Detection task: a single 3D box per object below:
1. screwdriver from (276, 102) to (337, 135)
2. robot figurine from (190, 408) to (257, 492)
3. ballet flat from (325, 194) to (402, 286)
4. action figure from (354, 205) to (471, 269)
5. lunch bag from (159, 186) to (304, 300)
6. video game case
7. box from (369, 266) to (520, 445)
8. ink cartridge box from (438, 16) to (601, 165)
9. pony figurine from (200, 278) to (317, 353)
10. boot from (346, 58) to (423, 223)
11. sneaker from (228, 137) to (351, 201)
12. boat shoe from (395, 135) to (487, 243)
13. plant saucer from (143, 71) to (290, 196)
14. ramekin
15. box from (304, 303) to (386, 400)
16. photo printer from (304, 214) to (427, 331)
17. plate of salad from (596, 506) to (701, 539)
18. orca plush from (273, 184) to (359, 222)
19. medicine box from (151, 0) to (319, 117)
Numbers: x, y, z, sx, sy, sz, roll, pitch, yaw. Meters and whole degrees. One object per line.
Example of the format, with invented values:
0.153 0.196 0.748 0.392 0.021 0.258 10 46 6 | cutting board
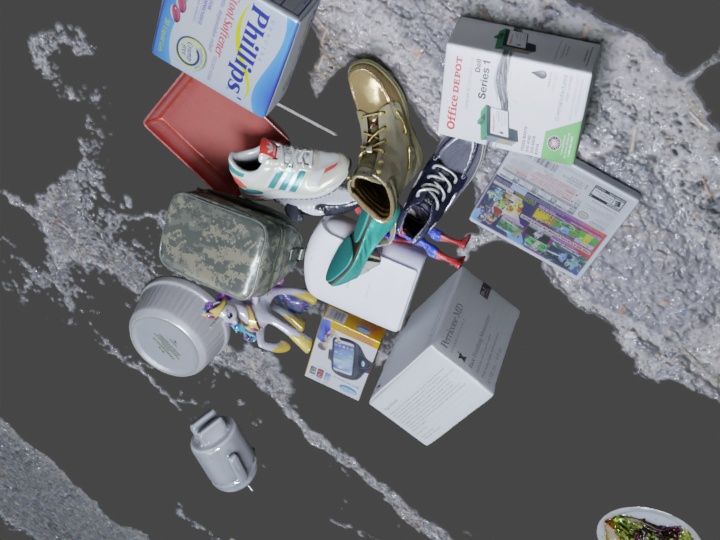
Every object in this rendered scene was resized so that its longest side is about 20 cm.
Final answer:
-0.121 -0.258 1.482 0.197 0.028 0.029 22 110 -12 | screwdriver
-0.293 0.395 2.074 0.169 0.112 0.202 34 154 57 | robot figurine
0.011 -0.039 1.507 0.069 0.068 0.201 15 132 -18 | ballet flat
0.079 -0.066 1.543 0.197 0.052 0.066 22 129 14 | action figure
-0.207 -0.050 1.564 0.197 0.167 0.142 20 101 18 | lunch bag
0.285 -0.095 1.435 0.198 0.023 0.183 28 134 0 | video game case
0.139 0.141 1.583 0.130 0.200 0.200 35 135 -8 | box
0.210 -0.243 1.301 0.196 0.085 0.148 14 132 14 | ink cartridge box
-0.176 0.047 1.690 0.197 0.196 0.167 21 141 -20 | pony figurine
0.019 -0.187 1.392 0.072 0.156 0.202 -6 125 30 | boot
-0.115 -0.163 1.492 0.196 0.071 0.094 -4 148 19 | sneaker
0.120 -0.126 1.419 0.074 0.093 0.202 30 123 3 | boat shoe
-0.230 -0.232 1.562 0.200 0.037 0.199 42 133 -13 | plant saucer
-0.362 0.118 1.885 0.199 0.095 0.205 13 132 15 | ramekin
-0.033 0.163 1.800 0.117 0.042 0.202 24 132 6 | box
0.000 0.000 1.622 0.197 0.070 0.168 23 134 6 | photo printer
0.544 0.521 1.815 0.196 0.048 0.203 14 132 16 | plate of salad
-0.060 -0.130 1.566 0.196 0.071 0.108 -6 81 18 | orca plush
-0.178 -0.357 1.382 0.198 0.104 0.183 30 135 1 | medicine box
